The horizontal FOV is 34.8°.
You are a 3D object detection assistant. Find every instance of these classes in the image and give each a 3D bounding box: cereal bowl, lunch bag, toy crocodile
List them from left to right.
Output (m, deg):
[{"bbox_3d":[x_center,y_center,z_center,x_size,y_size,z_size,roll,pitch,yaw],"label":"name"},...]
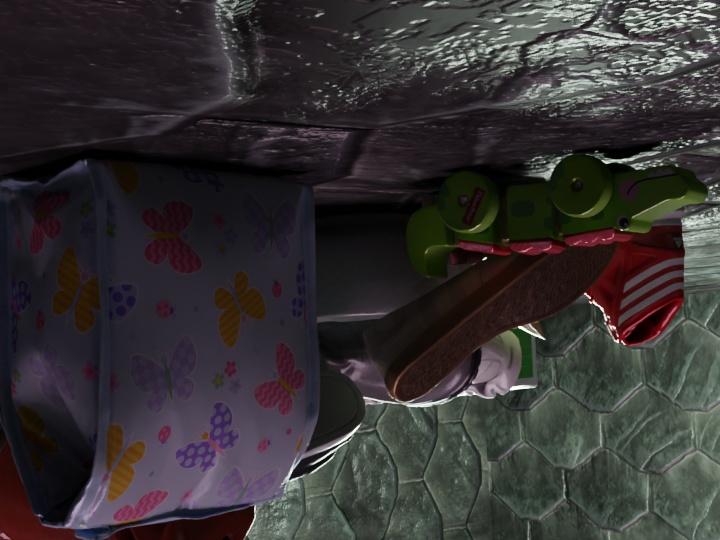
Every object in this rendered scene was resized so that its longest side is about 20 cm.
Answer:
[{"bbox_3d":[-0.118,0.045,0.672,0.126,0.202,0.169,-8,175,43],"label":"lunch bag"},{"bbox_3d":[0.000,0.000,0.944,0.198,0.084,0.200,-3,175,0],"label":"cereal bowl"},{"bbox_3d":[0.116,-0.035,0.723,0.198,0.062,0.067,-7,175,31],"label":"toy crocodile"}]

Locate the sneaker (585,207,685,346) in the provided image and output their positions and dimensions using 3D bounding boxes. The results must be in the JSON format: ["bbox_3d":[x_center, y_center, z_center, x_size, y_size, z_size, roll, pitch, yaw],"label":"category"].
[{"bbox_3d":[0.191,0.008,0.980,0.078,0.117,0.199,-1,175,-31],"label":"sneaker"}]

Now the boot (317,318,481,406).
[{"bbox_3d":[-0.020,0.067,0.854,0.199,0.071,0.131,-12,165,39],"label":"boot"}]

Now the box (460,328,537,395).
[{"bbox_3d":[0.116,0.090,1.626,0.199,0.173,0.198,-8,174,43],"label":"box"}]

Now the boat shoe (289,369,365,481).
[{"bbox_3d":[-0.088,0.125,0.774,0.198,0.076,0.061,-10,148,-28],"label":"boat shoe"}]

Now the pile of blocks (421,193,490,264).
[{"bbox_3d":[0.115,-0.023,0.878,0.081,0.063,0.200,-5,176,25],"label":"pile of blocks"}]

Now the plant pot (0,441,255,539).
[{"bbox_3d":[-0.186,0.138,0.864,0.194,0.203,0.200,6,-176,43],"label":"plant pot"}]

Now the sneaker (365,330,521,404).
[{"bbox_3d":[0.034,0.071,0.984,0.198,0.076,0.081,-8,161,28],"label":"sneaker"}]

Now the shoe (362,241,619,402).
[{"bbox_3d":[0.090,0.013,0.793,0.199,0.053,0.070,-33,140,-8],"label":"shoe"}]

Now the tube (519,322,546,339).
[{"bbox_3d":[0.115,0.010,1.030,0.057,0.052,0.200,3,-168,-7],"label":"tube"}]

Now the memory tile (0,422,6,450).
[{"bbox_3d":[-0.274,0.070,0.811,0.199,0.017,0.153,18,-143,40],"label":"memory tile"}]
